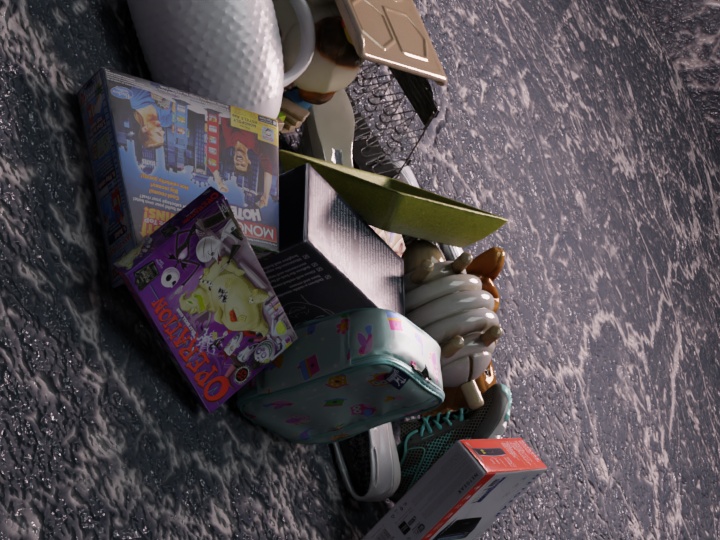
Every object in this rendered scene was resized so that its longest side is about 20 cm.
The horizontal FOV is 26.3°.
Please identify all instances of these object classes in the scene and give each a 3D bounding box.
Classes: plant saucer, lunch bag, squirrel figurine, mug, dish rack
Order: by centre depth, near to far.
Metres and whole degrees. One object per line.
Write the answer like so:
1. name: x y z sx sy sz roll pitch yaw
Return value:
1. lunch bag: -0.016 0.114 1.586 0.160 0.199 0.077 41 39 -49
2. mug: -0.134 -0.242 1.644 0.199 0.147 0.176 -24 104 -31
3. plant saucer: 0.031 -0.075 1.734 0.199 0.200 0.048 11 99 -47
4. squirrel figurine: 0.115 0.102 1.867 0.200 0.141 0.187 102 -22 -50
5. dish rack: 0.021 -0.200 1.887 0.054 0.200 0.154 -24 73 -28

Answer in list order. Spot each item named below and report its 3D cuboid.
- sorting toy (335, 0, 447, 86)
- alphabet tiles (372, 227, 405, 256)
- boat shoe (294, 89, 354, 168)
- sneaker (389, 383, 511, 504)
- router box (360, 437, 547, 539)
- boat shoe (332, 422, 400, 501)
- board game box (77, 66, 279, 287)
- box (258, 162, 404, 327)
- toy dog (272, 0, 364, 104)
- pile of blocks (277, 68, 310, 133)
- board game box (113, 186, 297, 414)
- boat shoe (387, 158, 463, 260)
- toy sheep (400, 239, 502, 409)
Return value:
1. sorting toy: 0.013 -0.302 1.755 0.200 0.036 0.186 11 53 -58
2. alphabet tiles: 0.000 0.000 1.840 0.200 0.006 0.167 -50 133 -44
3. boat shoe: -0.050 -0.138 1.867 0.070 0.071 0.202 9 69 -43
4. sneaker: 0.088 0.195 1.761 0.091 0.200 0.078 40 13 -14
5. router box: 0.094 0.268 1.694 0.049 0.200 0.179 49 18 23
6. boat shoe: -0.010 0.162 1.731 0.068 0.072 0.201 2 79 -64
7. board game box: -0.178 -0.073 1.497 0.199 0.062 0.201 14 62 -31
8. box: -0.064 0.003 1.634 0.200 0.148 0.107 45 35 -43
9. toy dog: -0.074 -0.289 1.779 0.200 0.140 0.194 44 38 21
10. pile of blocks: -0.101 -0.182 1.791 0.082 0.062 0.200 31 33 6
11. board game box: -0.142 0.031 1.461 0.032 0.120 0.200 37 -20 46
12. boat shoe: 0.068 -0.051 2.058 0.200 0.072 0.071 57 35 -3
13. toy sheep: 0.093 0.059 1.715 0.138 0.137 0.201 15 54 -60
